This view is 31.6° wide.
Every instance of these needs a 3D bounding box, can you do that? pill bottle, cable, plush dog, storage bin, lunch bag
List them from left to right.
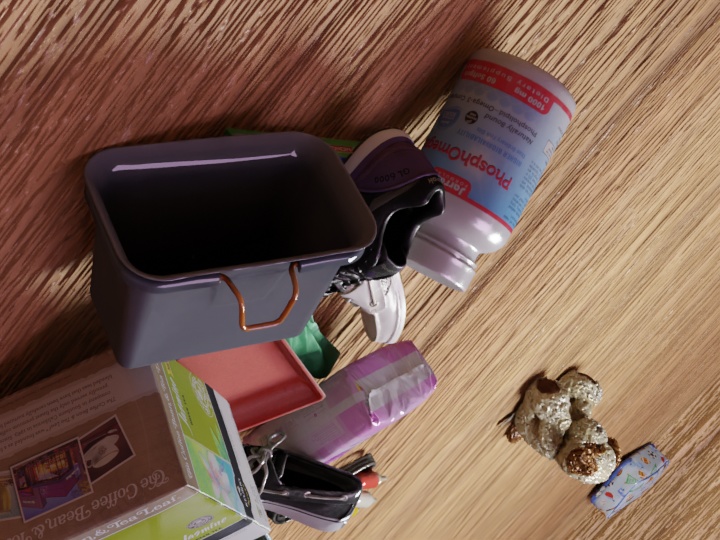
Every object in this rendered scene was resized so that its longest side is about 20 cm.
[{"bbox_3d":[-0.104,-0.001,0.945,0.199,0.146,0.135,-10,144,-29],"label":"storage bin"},{"bbox_3d":[-0.035,0.289,1.647,0.097,0.050,0.200,-55,155,20],"label":"cable"},{"bbox_3d":[0.103,-0.088,1.141,0.201,0.108,0.109,-62,155,-4],"label":"pill bottle"},{"bbox_3d":[0.332,0.270,2.030,0.161,0.172,0.200,-54,155,21],"label":"plush dog"},{"bbox_3d":[0.615,0.486,2.922,0.200,0.076,0.161,-14,144,-49],"label":"lunch bag"}]

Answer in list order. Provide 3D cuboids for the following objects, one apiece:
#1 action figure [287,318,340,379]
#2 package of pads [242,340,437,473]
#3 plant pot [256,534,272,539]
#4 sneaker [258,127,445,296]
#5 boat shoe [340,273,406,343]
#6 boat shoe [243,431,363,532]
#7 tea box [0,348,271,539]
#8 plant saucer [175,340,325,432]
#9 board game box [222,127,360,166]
[{"bbox_3d":[-0.081,0.065,1.223,0.118,0.055,0.200,-36,158,-14],"label":"action figure"},{"bbox_3d":[-0.024,0.155,1.354,0.120,0.076,0.200,-19,166,-49],"label":"package of pads"},{"bbox_3d":[-0.163,0.415,1.505,0.196,0.201,0.200,-31,154,-8],"label":"plant pot"},{"bbox_3d":[-0.011,-0.017,1.043,0.076,0.088,0.200,15,121,-50],"label":"sneaker"},{"bbox_3d":[0.000,0.000,1.231,0.069,0.071,0.201,-22,135,-17],"label":"boat shoe"},{"bbox_3d":[-0.095,0.205,1.288,0.074,0.199,0.068,-72,-174,-52],"label":"boat shoe"},{"bbox_3d":[-0.209,0.175,1.035,0.199,0.134,0.197,-24,156,5],"label":"tea box"},{"bbox_3d":[-0.148,0.104,1.136,0.199,0.037,0.200,-21,153,3],"label":"plant saucer"},{"bbox_3d":[-0.054,-0.051,1.069,0.199,0.029,0.135,1,132,-42],"label":"board game box"}]
